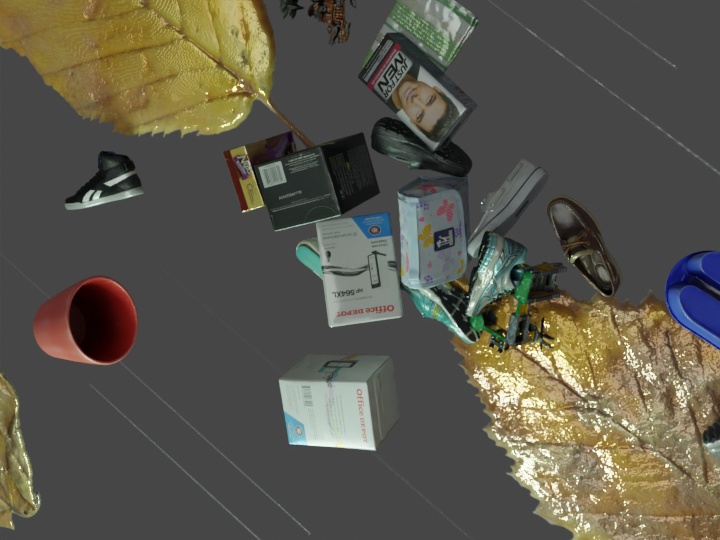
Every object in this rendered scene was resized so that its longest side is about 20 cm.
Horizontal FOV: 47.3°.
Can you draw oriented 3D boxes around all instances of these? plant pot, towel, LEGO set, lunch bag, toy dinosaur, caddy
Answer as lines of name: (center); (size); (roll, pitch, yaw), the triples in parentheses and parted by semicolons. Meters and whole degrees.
plant pot: (-0.647, 0.124, 1.902); (0.176, 0.200, 0.203); (-10, 102, 34)
towel: (0.106, -0.412, 1.487); (0.149, 0.031, 0.201); (41, 120, 11)
LEGO set: (0.296, 0.045, 1.514); (0.153, 0.115, 0.203); (21, 113, 49)
lunch bag: (0.132, -0.071, 1.479); (0.126, 0.200, 0.172); (3, 106, 23)
toy dinosaur: (-0.080, -0.517, 1.515); (0.134, 0.102, 0.203); (-13, 82, 12)
caddy: (0.607, 0.053, 1.362); (0.199, 0.105, 0.142); (35, 94, 11)

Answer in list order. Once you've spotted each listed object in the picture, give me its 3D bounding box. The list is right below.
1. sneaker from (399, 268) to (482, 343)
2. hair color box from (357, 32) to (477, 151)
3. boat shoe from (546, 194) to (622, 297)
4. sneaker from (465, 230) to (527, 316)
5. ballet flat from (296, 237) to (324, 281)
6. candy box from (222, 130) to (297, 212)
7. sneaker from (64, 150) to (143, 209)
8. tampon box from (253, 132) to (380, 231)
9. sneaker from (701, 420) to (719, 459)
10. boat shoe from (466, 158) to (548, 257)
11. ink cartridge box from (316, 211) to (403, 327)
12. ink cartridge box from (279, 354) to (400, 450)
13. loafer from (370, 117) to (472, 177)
sneaker: (0.156, 0.066, 1.595); (0.200, 0.077, 0.080); (45, 137, 11)
hair color box: (0.100, -0.319, 1.462); (0.200, 0.060, 0.099); (45, 120, 11)
boat shoe: (0.391, -0.040, 1.444); (0.072, 0.072, 0.201); (-30, 93, 28)
sneaker: (0.235, 0.021, 1.429); (0.085, 0.078, 0.201); (13, 142, 2)
ballet flat: (-0.045, 0.008, 1.658); (0.200, 0.069, 0.069); (46, 118, 1)
candy box: (-0.178, -0.193, 1.579); (0.056, 0.200, 0.118); (-12, 101, 26)
sneaker: (-0.580, -0.206, 1.834); (0.198, 0.073, 0.113); (-10, 98, 18)
tampon box: (-0.077, -0.169, 1.541); (0.148, 0.200, 0.128); (-12, 101, 25)
sneaker: (0.699, 0.279, 1.418); (0.199, 0.075, 0.082); (-29, 107, 35)
boat shoe: (0.249, -0.112, 1.463); (0.065, 0.074, 0.200); (40, 82, 23)
ink cartridge box: (0.000, 0.000, 1.577); (0.144, 0.084, 0.203); (-8, 88, 2)
ink cartridge box: (-0.039, 0.266, 1.688); (0.198, 0.146, 0.149); (-1, 105, 24)
loafer: (0.111, -0.218, 1.524); (0.199, 0.068, 0.071); (24, 135, 11)
